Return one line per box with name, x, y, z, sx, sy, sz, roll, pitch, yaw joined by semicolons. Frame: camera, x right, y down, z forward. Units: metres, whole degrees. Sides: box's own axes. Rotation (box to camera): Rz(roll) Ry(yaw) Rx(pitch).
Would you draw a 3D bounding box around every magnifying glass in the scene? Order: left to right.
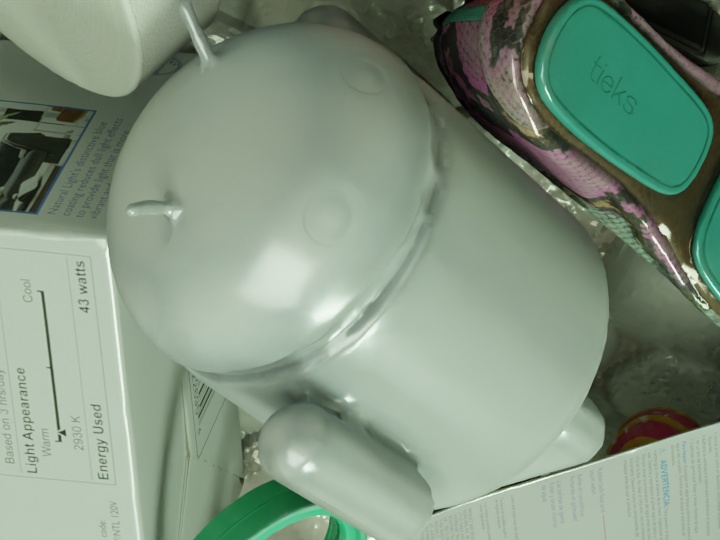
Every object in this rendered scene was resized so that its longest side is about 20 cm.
magnifying glass;-0.018;0.132;0.951;0.079;0.022;0.200;-41;152;-6

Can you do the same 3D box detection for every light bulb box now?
light bulb box;-0.157;0.028;0.919;0.198;0.125;0.200;6;124;12

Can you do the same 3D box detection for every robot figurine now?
robot figurine;0.000;0.000;0.790;0.112;0.171;0.200;-22;138;29

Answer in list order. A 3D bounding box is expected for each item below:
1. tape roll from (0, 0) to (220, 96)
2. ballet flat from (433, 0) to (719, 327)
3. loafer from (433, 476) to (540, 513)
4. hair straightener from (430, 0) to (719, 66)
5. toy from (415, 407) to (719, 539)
tape roll;-0.122;-0.141;0.777;0.203;0.037;0.203;43;163;17
ballet flat;0.099;-0.033;0.841;0.200;0.069;0.071;36;169;-34
loafer;0.019;0.031;0.912;0.075;0.068;0.201;-11;119;20
hair straightener;0.028;-0.103;0.836;0.198;0.041;0.077;15;125;-3
toy;0.106;0.084;0.910;0.199;0.047;0.116;-19;138;-9
